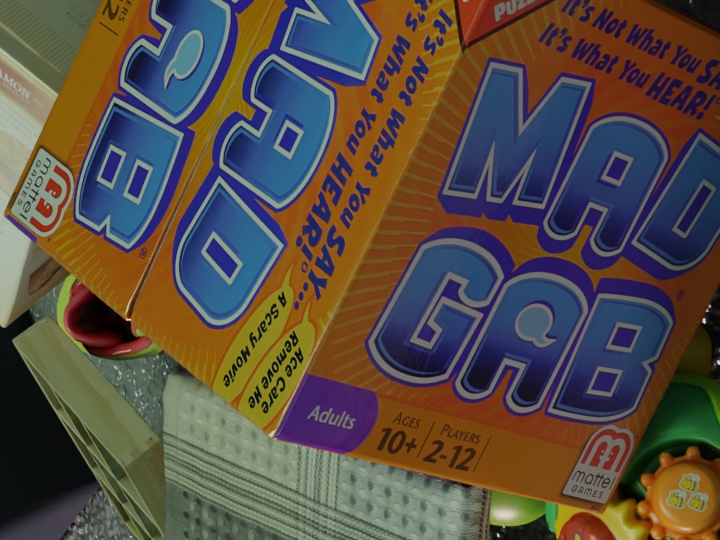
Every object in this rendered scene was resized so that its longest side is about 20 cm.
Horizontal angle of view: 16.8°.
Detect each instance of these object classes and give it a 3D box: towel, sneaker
[{"bbox_3d":[-0.019,0.154,1.142,0.199,0.034,0.194,19,116,38],"label":"towel"},{"bbox_3d":[-0.142,0.017,1.428,0.200,0.090,0.079,-18,91,59],"label":"sneaker"}]

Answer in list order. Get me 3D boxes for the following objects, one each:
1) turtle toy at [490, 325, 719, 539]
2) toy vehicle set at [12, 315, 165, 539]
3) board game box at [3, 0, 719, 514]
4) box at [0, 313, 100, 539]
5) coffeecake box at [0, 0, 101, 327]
[{"bbox_3d":[0.118,0.101,1.064,0.200,0.101,0.147,30,129,47],"label":"turtle toy"},{"bbox_3d":[-0.130,0.126,1.440,0.124,0.026,0.201,43,164,38],"label":"toy vehicle set"},{"bbox_3d":[0.018,-0.048,0.986,0.200,0.199,0.201,35,103,44],"label":"board game box"},{"bbox_3d":[-0.284,0.119,1.677,0.183,0.104,0.200,63,147,16],"label":"box"},{"bbox_3d":[-0.212,-0.090,1.341,0.153,0.073,0.201,39,141,11],"label":"coffeecake box"}]
